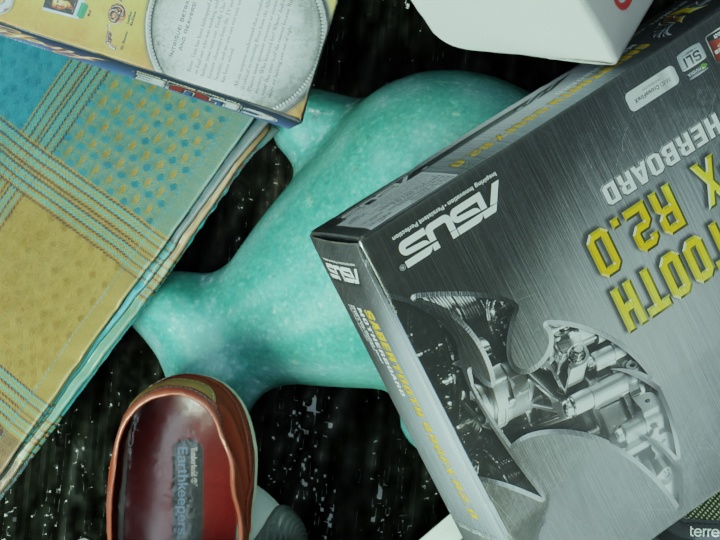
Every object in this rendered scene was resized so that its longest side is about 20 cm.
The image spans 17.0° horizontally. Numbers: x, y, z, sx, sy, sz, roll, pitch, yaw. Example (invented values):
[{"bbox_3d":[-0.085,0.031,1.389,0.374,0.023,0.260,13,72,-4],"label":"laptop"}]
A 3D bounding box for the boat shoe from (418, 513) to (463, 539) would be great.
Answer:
[{"bbox_3d":[0.004,0.168,0.958,0.200,0.073,0.062,-42,79,-2],"label":"boat shoe"}]

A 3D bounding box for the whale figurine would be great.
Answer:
[{"bbox_3d":[0.000,0.000,0.951,0.200,0.104,0.159,-23,85,8],"label":"whale figurine"}]

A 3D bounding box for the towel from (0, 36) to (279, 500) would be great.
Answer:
[{"bbox_3d":[-0.139,-0.020,0.990,0.147,0.022,0.200,38,94,29],"label":"towel"}]

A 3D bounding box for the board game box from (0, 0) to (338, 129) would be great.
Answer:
[{"bbox_3d":[-0.058,-0.168,0.876,0.135,0.035,0.200,18,86,-9],"label":"board game box"}]

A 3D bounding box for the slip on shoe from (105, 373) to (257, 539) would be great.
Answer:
[{"bbox_3d":[-0.069,0.135,0.906,0.074,0.061,0.201,-2,78,7],"label":"slip on shoe"}]

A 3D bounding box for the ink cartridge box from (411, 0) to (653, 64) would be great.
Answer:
[{"bbox_3d":[0.079,-0.195,0.875,0.083,0.147,0.200,12,63,40],"label":"ink cartridge box"}]

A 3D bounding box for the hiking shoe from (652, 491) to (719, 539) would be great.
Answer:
[{"bbox_3d":[0.183,0.119,0.936,0.200,0.076,0.101,29,94,8],"label":"hiking shoe"}]

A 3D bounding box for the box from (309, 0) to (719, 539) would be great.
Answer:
[{"bbox_3d":[0.101,0.006,0.891,0.200,0.048,0.159,-32,105,-19],"label":"box"}]

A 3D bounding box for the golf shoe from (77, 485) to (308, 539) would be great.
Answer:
[{"bbox_3d":[-0.103,0.163,0.977,0.200,0.078,0.094,-45,72,-4],"label":"golf shoe"}]
